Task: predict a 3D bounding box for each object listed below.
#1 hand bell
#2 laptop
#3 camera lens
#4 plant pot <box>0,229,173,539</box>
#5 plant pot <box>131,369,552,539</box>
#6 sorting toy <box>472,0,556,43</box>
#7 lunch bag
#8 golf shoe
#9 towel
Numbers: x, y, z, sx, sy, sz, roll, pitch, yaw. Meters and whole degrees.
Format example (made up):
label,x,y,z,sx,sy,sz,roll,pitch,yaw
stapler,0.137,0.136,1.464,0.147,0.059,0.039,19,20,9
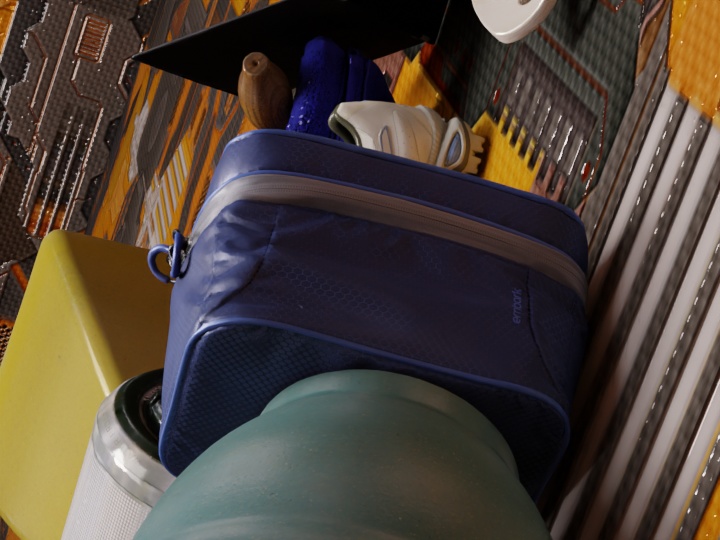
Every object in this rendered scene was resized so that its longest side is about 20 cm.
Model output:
label,x,y,z,sx,sy,sz,roll,pitch,yaw
hand bell,-0.049,-0.081,1.376,0.200,0.103,0.105,76,-156,-67
laptop,-0.025,-0.198,1.369,0.187,0.115,0.202,10,-81,-69
camera lens,-0.096,0.170,1.283,0.160,0.159,0.202,-103,29,-66
plant pot,-0.138,0.118,1.501,0.201,0.198,0.177,-68,25,22
plant pot,-0.001,0.127,0.896,0.201,0.199,0.135,120,169,-45
sorting toy,0.092,-0.221,1.154,0.201,0.106,0.181,120,155,-46
lunch bag,-0.001,0.024,0.989,0.136,0.198,0.133,114,169,-49
golf shoe,0.000,0.000,1.246,0.078,0.096,0.202,156,128,-71
towel,-0.011,-0.022,1.335,0.148,0.049,0.202,52,-135,-58
